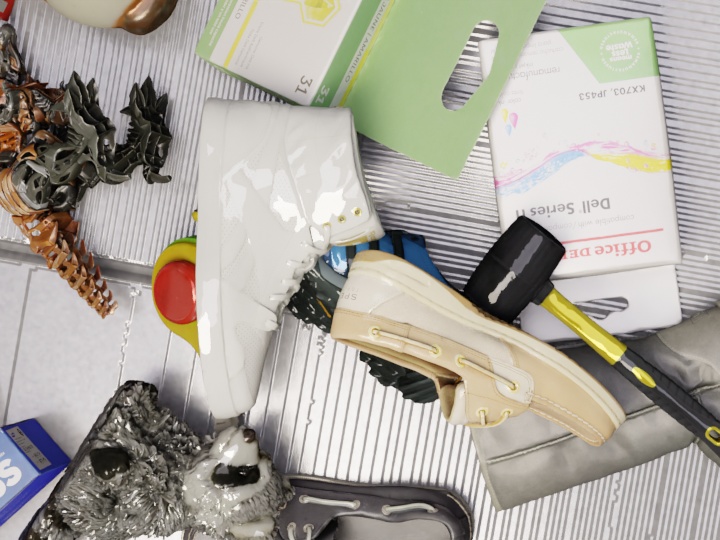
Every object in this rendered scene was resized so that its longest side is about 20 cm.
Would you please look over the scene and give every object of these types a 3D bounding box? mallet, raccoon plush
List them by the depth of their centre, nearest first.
[{"bbox_3d":[0.150,0.056,1.303,0.066,0.041,0.200,-43,92,8],"label":"mallet"},{"bbox_3d":[-0.131,0.157,1.362,0.134,0.200,0.097,33,48,-9],"label":"raccoon plush"}]

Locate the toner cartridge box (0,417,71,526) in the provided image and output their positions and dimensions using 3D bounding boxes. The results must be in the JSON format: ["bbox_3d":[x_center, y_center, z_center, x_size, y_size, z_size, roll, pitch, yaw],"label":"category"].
[{"bbox_3d":[-0.287,0.181,1.373,0.200,0.095,0.043,-42,86,3],"label":"toner cartridge box"}]

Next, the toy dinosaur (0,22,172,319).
[{"bbox_3d":[-0.199,-0.072,1.381,0.135,0.102,0.201,-25,102,28],"label":"toy dinosaur"}]

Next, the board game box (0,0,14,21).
[{"bbox_3d":[-0.246,-0.249,1.320,0.046,0.200,0.153,18,92,4],"label":"board game box"}]

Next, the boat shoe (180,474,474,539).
[{"bbox_3d":[-0.025,0.173,1.365,0.198,0.063,0.073,-3,92,6],"label":"boat shoe"}]

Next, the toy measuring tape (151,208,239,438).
[{"bbox_3d":[-0.108,0.047,1.380,0.073,0.074,0.202,8,107,5],"label":"toy measuring tape"}]

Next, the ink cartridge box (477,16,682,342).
[{"bbox_3d":[0.146,-0.055,1.351,0.116,0.067,0.202,-8,89,5],"label":"ink cartridge box"}]

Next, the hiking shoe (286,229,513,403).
[{"bbox_3d":[0.000,0.000,1.372,0.200,0.075,0.087,42,63,11],"label":"hiking shoe"}]

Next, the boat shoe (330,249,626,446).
[{"bbox_3d":[0.069,0.064,1.285,0.199,0.074,0.069,30,76,-7],"label":"boat shoe"}]

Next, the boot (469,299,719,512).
[{"bbox_3d":[0.179,0.119,1.346,0.199,0.073,0.183,-19,81,0],"label":"boot"}]

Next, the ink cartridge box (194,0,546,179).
[{"bbox_3d":[0.006,-0.164,1.339,0.199,0.048,0.146,27,92,30],"label":"ink cartridge box"}]

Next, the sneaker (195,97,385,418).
[{"bbox_3d":[-0.043,-0.007,1.293,0.115,0.074,0.202,1,90,3],"label":"sneaker"}]

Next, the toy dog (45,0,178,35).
[{"bbox_3d":[-0.146,-0.250,1.327,0.139,0.194,0.201,15,125,-9],"label":"toy dog"}]
